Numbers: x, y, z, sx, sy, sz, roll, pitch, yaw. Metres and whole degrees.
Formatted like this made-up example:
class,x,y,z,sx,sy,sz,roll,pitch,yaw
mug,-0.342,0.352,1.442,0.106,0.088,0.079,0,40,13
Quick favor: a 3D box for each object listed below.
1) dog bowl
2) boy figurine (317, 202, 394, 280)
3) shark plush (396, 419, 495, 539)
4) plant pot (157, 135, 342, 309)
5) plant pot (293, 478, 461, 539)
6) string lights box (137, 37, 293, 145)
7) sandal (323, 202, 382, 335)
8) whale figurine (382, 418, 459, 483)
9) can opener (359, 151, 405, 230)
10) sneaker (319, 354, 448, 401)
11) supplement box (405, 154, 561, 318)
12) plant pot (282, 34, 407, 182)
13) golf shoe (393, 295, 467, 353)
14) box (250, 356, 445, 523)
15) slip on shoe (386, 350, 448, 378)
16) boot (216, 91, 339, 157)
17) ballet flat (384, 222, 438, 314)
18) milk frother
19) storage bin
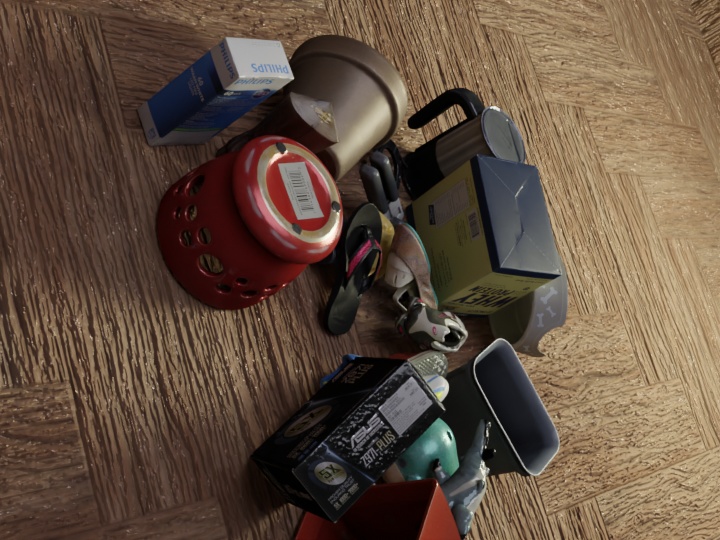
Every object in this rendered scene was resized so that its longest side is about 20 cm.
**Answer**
class,x,y,z,sx,sy,sz,roll,pitch,yaw
dog bowl,0.280,0.048,1.714,0.058,0.200,0.201,3,65,-19
boy figurine,0.010,-0.041,1.551,0.200,0.064,0.125,5,92,-48
shark plush,0.129,0.285,1.355,0.083,0.091,0.200,31,74,5
plant pot,-0.140,-0.068,1.322,0.200,0.182,0.201,23,55,-36
plant pot,0.031,0.402,1.250,0.176,0.200,0.200,54,39,-27
string lights box,-0.195,-0.234,1.335,0.103,0.200,0.059,-11,77,-50
sandal,0.000,0.000,1.473,0.075,0.045,0.201,19,84,-44
whale figurine,0.107,0.290,1.426,0.200,0.104,0.159,57,19,5
can opener,0.050,-0.108,1.573,0.053,0.067,0.200,-51,156,-15
sneaker,0.030,0.159,1.403,0.199,0.076,0.105,-17,100,-25
supplement box,0.196,-0.050,1.647,0.134,0.200,0.201,7,64,-33
plant pot,-0.051,-0.223,1.504,0.200,0.200,0.175,44,52,-22
golf shoe,0.127,0.103,1.560,0.200,0.088,0.077,23,96,-59
box,-0.018,0.205,1.258,0.200,0.164,0.086,-42,103,-20
slip on shoe,0.041,0.161,1.492,0.200,0.061,0.074,-13,101,-37
boot,-0.081,-0.154,1.413,0.186,0.200,0.064,37,46,-27
ballet flat,0.075,0.015,1.548,0.067,0.068,0.200,-38,136,-17
milk frother,0.140,-0.191,1.688,0.181,0.188,0.200,52,41,-12
storage bin,0.198,0.224,1.565,0.145,0.134,0.200,-32,95,-51
